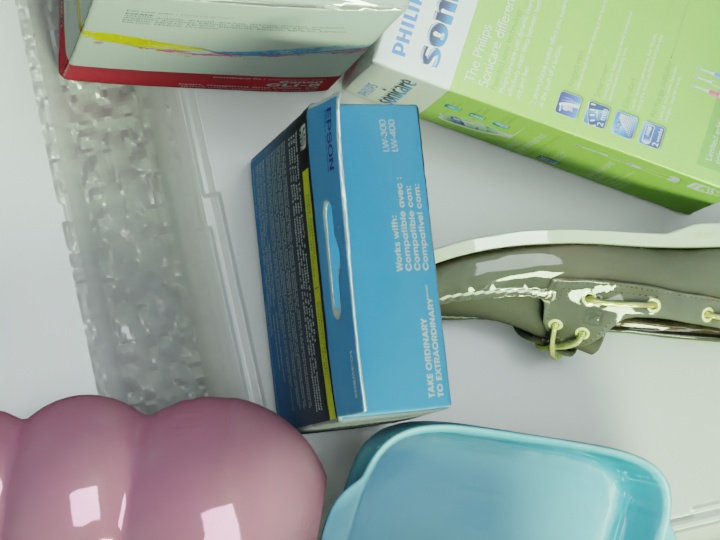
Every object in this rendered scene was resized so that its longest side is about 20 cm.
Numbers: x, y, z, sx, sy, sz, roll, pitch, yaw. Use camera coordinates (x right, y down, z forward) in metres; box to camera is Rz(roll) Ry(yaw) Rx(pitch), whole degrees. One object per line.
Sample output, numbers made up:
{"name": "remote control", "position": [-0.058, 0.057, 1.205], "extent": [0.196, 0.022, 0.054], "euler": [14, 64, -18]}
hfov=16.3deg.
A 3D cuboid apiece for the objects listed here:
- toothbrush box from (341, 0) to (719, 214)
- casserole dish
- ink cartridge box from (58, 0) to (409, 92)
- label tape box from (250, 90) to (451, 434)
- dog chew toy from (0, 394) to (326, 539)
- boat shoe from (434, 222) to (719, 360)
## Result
{"name": "toothbrush box", "position": [0.111, -0.132, 1.271], "extent": [0.200, 0.086, 0.146], "euler": [19, 81, -9]}
{"name": "casserole dish", "position": [0.063, 0.132, 1.224], "extent": [0.200, 0.039, 0.121], "euler": [11, 102, -28]}
{"name": "ink cartridge box", "position": [-0.063, -0.174, 1.182], "extent": [0.144, 0.200, 0.146], "euler": [3, 84, -11]}
{"name": "label tape box", "position": [0.000, 0.000, 1.175], "extent": [0.066, 0.200, 0.144], "euler": [-5, 85, -14]}
{"name": "dog chew toy", "position": [-0.119, 0.113, 1.185], "extent": [0.200, 0.125, 0.125], "euler": [10, 82, -1]}
{"name": "boat shoe", "position": [0.117, 0.013, 1.263], "extent": [0.201, 0.072, 0.060], "euler": [-3, 79, -15]}
